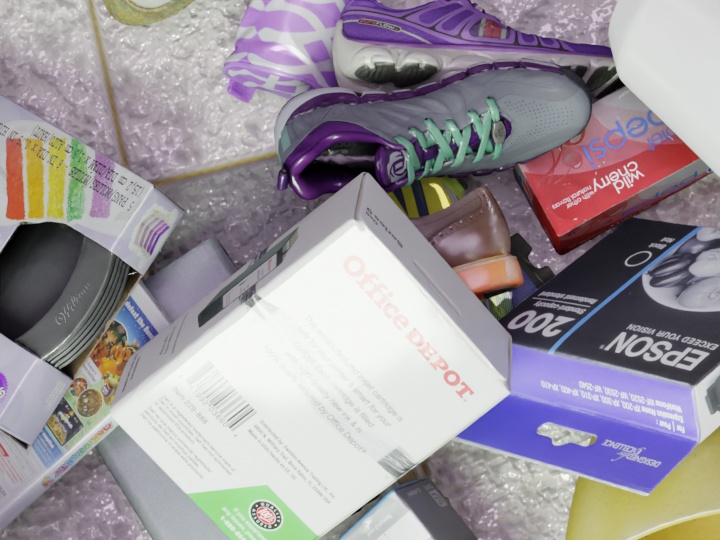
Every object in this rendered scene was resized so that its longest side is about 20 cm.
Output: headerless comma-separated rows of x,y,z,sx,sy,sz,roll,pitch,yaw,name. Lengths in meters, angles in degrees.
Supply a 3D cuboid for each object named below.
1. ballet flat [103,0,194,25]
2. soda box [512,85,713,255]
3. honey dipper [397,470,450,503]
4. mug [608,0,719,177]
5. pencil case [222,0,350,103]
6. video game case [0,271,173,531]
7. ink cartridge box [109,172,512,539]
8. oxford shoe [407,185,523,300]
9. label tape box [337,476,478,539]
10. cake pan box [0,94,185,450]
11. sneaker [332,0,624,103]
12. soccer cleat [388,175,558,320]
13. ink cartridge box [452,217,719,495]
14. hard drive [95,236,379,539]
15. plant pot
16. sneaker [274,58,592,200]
-0.110,-0.213,1.612,0.199,0.071,0.071,-28,76,33,ballet flat
0.198,-0.089,1.608,0.199,0.063,0.070,-28,78,0,soda box
0.014,0.106,1.604,0.038,0.038,0.201,-28,77,0,honey dipper
0.243,-0.133,1.530,0.153,0.186,0.150,37,117,20,mug
-0.029,-0.208,1.645,0.085,0.084,0.201,8,76,42,pencil case
-0.216,0.071,1.605,0.200,0.018,0.143,-42,56,3,video game case
-0.026,0.062,1.501,0.200,0.084,0.146,-37,105,18,ink cartridge box
0.000,0.000,1.569,0.199,0.071,0.073,-15,84,11,oxford shoe
0.042,0.250,1.537,0.143,0.066,0.200,-43,76,19,label tape box
-0.232,-0.008,1.608,0.200,0.052,0.185,31,86,32,cake pan box
0.080,-0.144,1.605,0.199,0.081,0.084,7,59,-17,sneaker
0.039,-0.023,1.609,0.084,0.065,0.200,-44,80,-8,soccer cleat
0.166,0.044,1.498,0.200,0.198,0.044,-39,117,-26,ink cartridge box
-0.098,0.099,1.616,0.139,0.033,0.201,-33,78,-2,hard drive
0.210,0.135,1.517,0.199,0.200,0.143,-10,53,3,plant pot
0.045,-0.074,1.534,0.199,0.088,0.075,-9,119,5,sneaker
